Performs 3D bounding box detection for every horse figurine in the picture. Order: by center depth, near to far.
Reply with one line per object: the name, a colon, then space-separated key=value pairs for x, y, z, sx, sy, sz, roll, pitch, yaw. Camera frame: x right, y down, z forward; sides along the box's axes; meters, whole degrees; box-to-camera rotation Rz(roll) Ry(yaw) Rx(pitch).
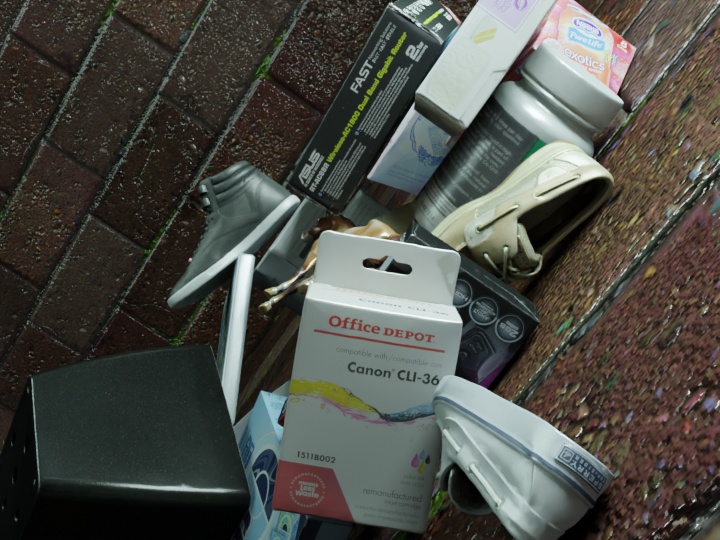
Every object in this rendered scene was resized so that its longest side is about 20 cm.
horse figurine: x=-0.017 y=-0.009 z=0.811 sx=0.132 sy=0.050 sz=0.200 roll=-39 pitch=17 yaw=-27

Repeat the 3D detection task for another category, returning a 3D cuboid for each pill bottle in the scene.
pill bottle: x=0.148 y=-0.106 z=0.848 sx=0.200 sy=0.113 sz=0.113 roll=-54 pitch=7 yaw=22

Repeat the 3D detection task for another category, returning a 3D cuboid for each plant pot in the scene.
plant pot: x=-0.240 y=0.196 z=0.851 sx=0.200 sy=0.177 sz=0.200 roll=-59 pitch=36 yaw=30

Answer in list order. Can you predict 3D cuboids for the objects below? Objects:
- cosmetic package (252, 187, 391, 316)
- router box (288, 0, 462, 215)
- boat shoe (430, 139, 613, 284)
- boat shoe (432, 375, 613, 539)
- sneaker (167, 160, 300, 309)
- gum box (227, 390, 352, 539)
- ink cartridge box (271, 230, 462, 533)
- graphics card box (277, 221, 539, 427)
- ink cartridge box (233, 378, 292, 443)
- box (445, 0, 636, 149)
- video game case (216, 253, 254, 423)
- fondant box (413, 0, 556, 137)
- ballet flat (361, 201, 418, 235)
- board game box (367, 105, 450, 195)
cosmetic package: x=-0.007 y=0.005 z=1.046 sx=0.123 sy=0.200 sz=0.199 roll=-55 pitch=6 yaw=-16
router box: x=0.017 y=-0.168 z=0.878 sx=0.200 sy=0.062 sz=0.150 roll=-58 pitch=0 yaw=26
boat shoe: x=0.121 y=-0.024 z=0.742 sx=0.200 sy=0.072 sz=0.065 roll=-40 pitch=38 yaw=3
boat shoe: x=0.074 y=0.111 z=0.528 sx=0.065 sy=0.073 sz=0.200 roll=-53 pitch=5 yaw=-7
sneaker: x=-0.176 y=-0.048 z=1.072 sx=0.200 sy=0.099 sz=0.071 roll=-44 pitch=-5 yaw=-1
gum box: x=-0.083 y=0.232 z=0.794 sx=0.171 sy=0.044 sz=0.200 roll=-66 pitch=23 yaw=14
ink cartridge box: x=0.007 y=0.079 z=0.657 sx=0.068 sy=0.116 sz=0.201 roll=-88 pitch=6 yaw=-82
graphics card box: x=0.036 y=0.077 z=0.725 sx=0.200 sy=0.125 sz=0.051 roll=-54 pitch=4 yaw=15
ink cartridge box: x=-0.094 y=0.192 z=1.006 sx=0.146 sy=0.083 sz=0.200 roll=-44 pitch=-5 yaw=15
box: x=0.192 y=-0.187 z=0.974 sx=0.095 sy=0.102 sz=0.200 roll=-59 pitch=6 yaw=-30
video game case: x=-0.159 y=0.104 z=1.074 sx=0.182 sy=0.023 sz=0.201 roll=123 pitch=154 yaw=-65
fondant box: x=0.114 y=-0.204 z=0.851 sx=0.145 sy=0.058 sz=0.200 roll=-55 pitch=2 yaw=7
ballet flat: x=0.000 y=0.000 z=0.895 sx=0.201 sy=0.069 sz=0.069 roll=-62 pitch=8 yaw=-20
board game box: x=0.123 y=-0.182 z=1.134 sx=0.199 sy=0.199 sz=0.043 roll=-54 pitch=50 yaw=21
